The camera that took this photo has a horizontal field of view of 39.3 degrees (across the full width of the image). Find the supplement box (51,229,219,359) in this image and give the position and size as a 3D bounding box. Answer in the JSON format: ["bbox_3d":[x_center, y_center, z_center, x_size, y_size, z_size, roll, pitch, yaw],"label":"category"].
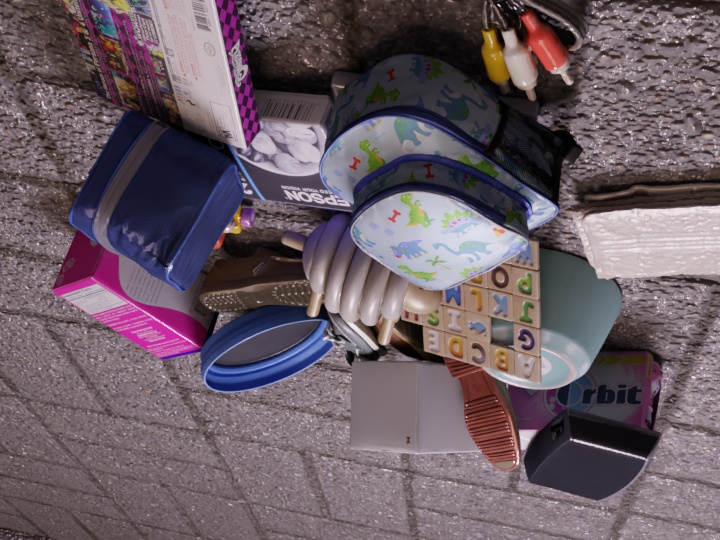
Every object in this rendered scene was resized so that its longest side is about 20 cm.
[{"bbox_3d":[-0.295,0.026,1.360,0.103,0.102,0.200,-14,139,40],"label":"supplement box"}]

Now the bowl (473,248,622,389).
[{"bbox_3d":[0.206,0.070,1.204,0.199,0.106,0.201,11,149,7],"label":"bowl"}]

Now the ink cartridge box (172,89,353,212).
[{"bbox_3d":[-0.088,-0.112,1.068,0.197,0.044,0.200,9,152,27],"label":"ink cartridge box"}]

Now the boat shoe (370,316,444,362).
[{"bbox_3d":[0.042,0.063,1.299,0.067,0.072,0.200,-8,146,31],"label":"boat shoe"}]

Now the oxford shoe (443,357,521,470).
[{"bbox_3d":[0.171,0.157,1.302,0.070,0.074,0.201,-14,98,37],"label":"oxford shoe"}]

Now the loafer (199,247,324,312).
[{"bbox_3d":[-0.107,0.005,1.279,0.198,0.068,0.076,-5,153,3],"label":"loafer"}]

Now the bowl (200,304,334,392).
[{"bbox_3d":[-0.125,0.102,1.378,0.199,0.040,0.201,-20,157,-9],"label":"bowl"}]

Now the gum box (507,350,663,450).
[{"bbox_3d":[0.294,0.172,1.325,0.199,0.114,0.066,-5,145,31],"label":"gum box"}]

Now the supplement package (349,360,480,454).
[{"bbox_3d":[0.093,0.183,1.354,0.116,0.118,0.199,-3,172,41],"label":"supplement package"}]

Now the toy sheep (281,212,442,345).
[{"bbox_3d":[0.000,0.000,1.156,0.199,0.139,0.138,18,151,4],"label":"toy sheep"}]

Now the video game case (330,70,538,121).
[{"bbox_3d":[0.073,-0.121,1.025,0.198,0.023,0.182,11,150,9],"label":"video game case"}]

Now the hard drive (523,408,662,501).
[{"bbox_3d":[0.288,0.240,1.283,0.134,0.043,0.200,15,151,0],"label":"hard drive"}]

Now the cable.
[{"bbox_3d":[0.114,-0.216,0.813,0.097,0.051,0.200,-4,147,39],"label":"cable"}]

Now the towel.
[{"bbox_3d":[0.326,-0.039,1.039,0.199,0.035,0.133,-1,148,24],"label":"towel"}]

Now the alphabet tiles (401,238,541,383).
[{"bbox_3d":[0.120,0.029,1.155,0.199,0.008,0.168,13,116,41],"label":"alphabet tiles"}]

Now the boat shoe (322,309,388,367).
[{"bbox_3d":[-0.014,0.087,1.319,0.062,0.073,0.200,-30,159,4],"label":"boat shoe"}]

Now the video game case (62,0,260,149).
[{"bbox_3d":[-0.186,-0.214,0.916,0.180,0.036,0.201,20,148,19],"label":"video game case"}]

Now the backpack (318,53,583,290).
[{"bbox_3d":[0.065,-0.087,0.917,0.199,0.148,0.183,33,144,-23],"label":"backpack"}]

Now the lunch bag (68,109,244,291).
[{"bbox_3d":[-0.207,-0.071,1.022,0.132,0.136,0.200,30,171,1],"label":"lunch bag"}]

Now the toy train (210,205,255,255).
[{"bbox_3d":[-0.215,-0.070,1.204,0.149,0.056,0.200,-5,145,34],"label":"toy train"}]
